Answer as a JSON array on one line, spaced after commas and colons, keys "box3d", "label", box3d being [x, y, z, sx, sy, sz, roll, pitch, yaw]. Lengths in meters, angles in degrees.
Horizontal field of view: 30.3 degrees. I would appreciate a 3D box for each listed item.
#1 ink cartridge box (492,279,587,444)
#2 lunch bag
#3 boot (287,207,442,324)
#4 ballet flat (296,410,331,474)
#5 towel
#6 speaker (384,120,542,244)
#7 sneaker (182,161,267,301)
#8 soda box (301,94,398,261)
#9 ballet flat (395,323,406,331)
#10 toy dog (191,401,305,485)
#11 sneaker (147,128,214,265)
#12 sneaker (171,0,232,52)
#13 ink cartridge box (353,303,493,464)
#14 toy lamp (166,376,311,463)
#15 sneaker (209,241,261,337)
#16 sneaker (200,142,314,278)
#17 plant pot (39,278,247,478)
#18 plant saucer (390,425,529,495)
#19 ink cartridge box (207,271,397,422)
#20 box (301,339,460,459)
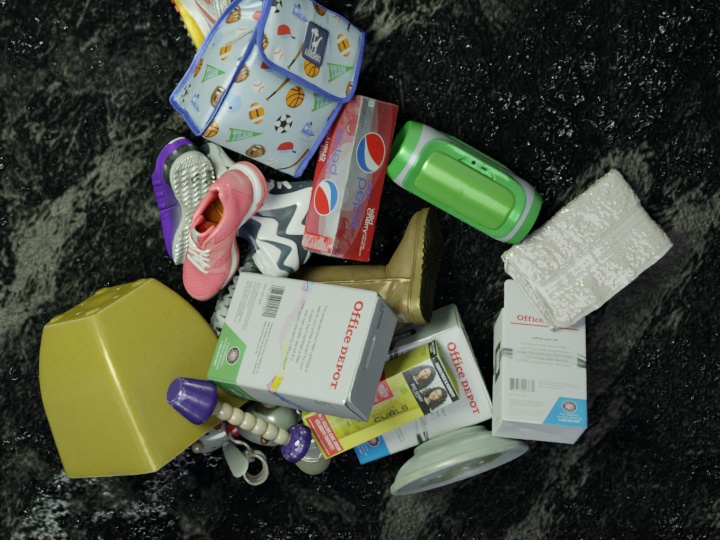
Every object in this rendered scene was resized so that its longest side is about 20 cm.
[{"box3d": [0.238, 0.121, 1.771, 0.114, 0.202, 0.067, 6, 153, -4], "label": "ink cartridge box"}, {"box3d": [-0.102, -0.236, 1.602, 0.169, 0.124, 0.201, 22, 108, -42], "label": "lunch bag"}, {"box3d": [0.000, 0.000, 1.738, 0.198, 0.177, 0.066, -4, 143, 23], "label": "boot"}, {"box3d": [-0.074, 0.205, 1.832, 0.069, 0.070, 0.202, -6, 112, 1], "label": "ballet flat"}, {"box3d": [0.293, -0.024, 1.737, 0.199, 0.034, 0.133, -38, 94, 2], "label": "towel"}, {"box3d": [0.131, -0.112, 1.700, 0.199, 0.089, 0.089, 28, 109, -12], "label": "speaker"}, {"box3d": [-0.188, -0.044, 1.637, 0.073, 0.087, 0.201, 36, 122, 18], "label": "sneaker"}, {"box3d": [-0.014, -0.116, 1.664, 0.070, 0.063, 0.203, 8, 95, -45], "label": "soda box"}, {"box3d": [0.014, 0.063, 1.750, 0.200, 0.067, 0.046, -44, 144, -8], "label": "ballet flat"}, {"box3d": [-0.155, 0.222, 1.785, 0.132, 0.096, 0.200, 46, 125, 0], "label": "toy dog"}, {"box3d": [-0.232, -0.101, 1.706, 0.069, 0.100, 0.201, -24, 145, -27], "label": "sneaker"}, {"box3d": [-0.194, -0.350, 1.610, 0.081, 0.078, 0.201, -25, 119, 4], "label": "sneaker"}, {"box3d": [0.065, 0.153, 1.804, 0.198, 0.084, 0.147, -20, 110, 7], "label": "ink cartridge box"}, {"box3d": [-0.152, 0.185, 1.657, 0.199, 0.058, 0.058, 30, 109, -32], "label": "toy lamp"}, {"box3d": [-0.151, 0.054, 1.774, 0.090, 0.067, 0.202, 17, 111, -15], "label": "sneaker"}, {"box3d": [-0.112, -0.098, 1.711, 0.129, 0.080, 0.200, -32, 76, -25], "label": "sneaker"}, {"box3d": [-0.295, 0.126, 1.703, 0.194, 0.194, 0.202, -10, 108, 43], "label": "plant pot"}, {"box3d": [0.129, 0.252, 1.814, 0.198, 0.200, 0.051, -19, 74, 6], "label": "plant saucer"}, {"box3d": [-0.070, 0.094, 1.644, 0.198, 0.084, 0.146, 8, 70, 26], "label": "ink cartridge box"}, {"box3d": [0.026, 0.169, 1.737, 0.198, 0.050, 0.076, -24, 110, 10], "label": "box"}]
